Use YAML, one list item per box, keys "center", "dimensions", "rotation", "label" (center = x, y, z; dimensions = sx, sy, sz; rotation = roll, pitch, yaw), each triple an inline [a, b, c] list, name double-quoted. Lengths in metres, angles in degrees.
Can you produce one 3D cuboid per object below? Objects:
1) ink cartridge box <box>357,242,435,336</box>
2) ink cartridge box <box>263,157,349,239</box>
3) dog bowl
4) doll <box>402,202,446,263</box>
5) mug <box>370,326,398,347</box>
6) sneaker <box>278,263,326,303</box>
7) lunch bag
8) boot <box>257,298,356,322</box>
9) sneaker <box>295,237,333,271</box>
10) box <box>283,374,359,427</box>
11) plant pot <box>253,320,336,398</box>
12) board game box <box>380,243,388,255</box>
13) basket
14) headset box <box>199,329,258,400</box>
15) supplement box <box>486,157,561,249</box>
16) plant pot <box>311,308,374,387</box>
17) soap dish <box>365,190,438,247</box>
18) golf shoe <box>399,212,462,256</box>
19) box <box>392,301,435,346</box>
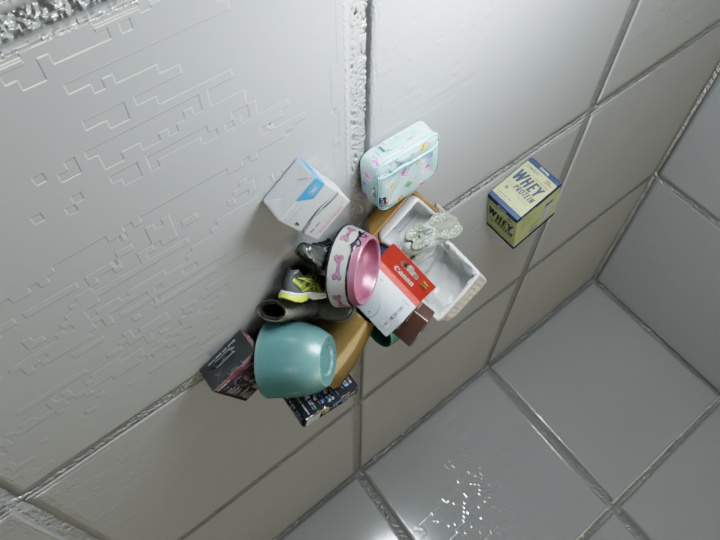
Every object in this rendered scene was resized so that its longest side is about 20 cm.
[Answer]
- center: [0.075, 0.053, 1.607]
  dimensions: [0.200, 0.160, 0.047]
  rotation: [-47, 177, 37]
  label: "ink cartridge box"
- center: [-0.100, -0.140, 1.308]
  dimensions: [0.116, 0.067, 0.199]
  rotation: [-48, 154, 9]
  label: "ink cartridge box"
- center: [-0.013, -0.005, 1.499]
  dimensions: [0.200, 0.072, 0.205]
  rotation: [10, 90, -70]
  label: "dog bowl"
- center: [0.178, -0.097, 1.809]
  dimensions: [0.200, 0.049, 0.136]
  rotation: [-48, 154, 8]
  label: "doll"
- center: [0.075, 0.134, 1.924]
  dimensions: [0.113, 0.184, 0.154]
  rotation: [-32, 129, -25]
  label: "mug"
- center: [-0.125, 0.025, 1.516]
  dimensions: [0.199, 0.073, 0.087]
  rotation: [-18, 120, -66]
  label: "sneaker"
- center: [0.090, -0.240, 1.425]
  dimensions: [0.198, 0.077, 0.162]
  rotation: [-35, 154, -18]
  label: "lunch bag"
- center: [-0.130, 0.094, 1.549]
  dimensions: [0.178, 0.074, 0.199]
  rotation: [-7, 169, 29]
  label: "boot"
- center: [-0.091, -0.045, 1.488]
  dimensions: [0.080, 0.075, 0.200]
  rotation: [-62, 157, 0]
  label: "sneaker"
- center: [-0.138, 0.316, 1.800]
  dimensions: [0.196, 0.201, 0.050]
  rotation: [-25, 152, -34]
  label: "box"
- center: [-0.151, 0.223, 1.564]
  dimensions: [0.200, 0.157, 0.206]
  rotation: [1, 90, -73]
  label: "plant pot"
- center: [0.000, 0.000, 1.698]
  dimensions: [0.201, 0.045, 0.151]
  rotation: [-51, 155, 15]
  label: "board game box"
- center: [0.261, 0.024, 1.951]
  dimensions: [0.201, 0.198, 0.160]
  rotation: [-48, 158, 11]
  label: "basket"
- center: [-0.303, 0.243, 1.587]
  dimensions: [0.148, 0.075, 0.200]
  rotation: [-44, 155, 0]
  label: "headset box"
- center: [0.531, -0.217, 2.046]
  dimensions: [0.199, 0.135, 0.201]
  rotation: [-39, 155, -9]
  label: "supplement box"
- center: [-0.056, 0.185, 1.724]
  dimensions: [0.200, 0.187, 0.185]
  rotation: [-46, 155, 14]
  label: "plant pot"
- center: [0.109, -0.133, 1.612]
  dimensions: [0.158, 0.081, 0.199]
  rotation: [-48, 154, 9]
  label: "soap dish"
- center: [0.177, -0.090, 1.627]
  dimensions: [0.197, 0.079, 0.097]
  rotation: [-19, 164, -33]
  label: "golf shoe"
- center: [0.093, 0.098, 1.693]
  dimensions: [0.101, 0.199, 0.075]
  rotation: [-56, 169, 31]
  label: "box"
